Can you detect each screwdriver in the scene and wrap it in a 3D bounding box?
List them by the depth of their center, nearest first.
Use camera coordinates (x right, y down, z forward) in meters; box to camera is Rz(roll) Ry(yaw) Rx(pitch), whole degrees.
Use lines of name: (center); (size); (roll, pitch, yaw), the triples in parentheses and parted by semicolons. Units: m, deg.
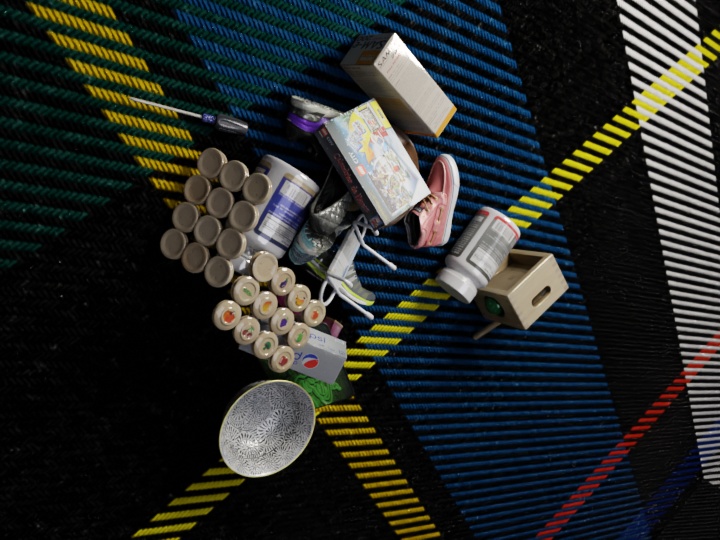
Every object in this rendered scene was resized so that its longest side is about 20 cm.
screwdriver: (-0.276, -0.256, 0.965); (0.198, 0.029, 0.028); (6, 102, -39)

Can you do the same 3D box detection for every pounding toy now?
pounding toy: (0.360, 0.068, 1.408); (0.199, 0.184, 0.143); (-40, 110, -16)

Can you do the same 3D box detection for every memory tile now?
memory tile: (-0.242, -0.089, 0.978); (0.202, 0.152, 0.017); (-64, 163, 4)
memory tile: (-0.151, 0.075, 1.014); (0.154, 0.017, 0.200); (-54, 131, -14)

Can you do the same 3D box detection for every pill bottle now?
pill bottle: (-0.168, -0.088, 1.037); (0.119, 0.119, 0.202); (32, 87, -36)
pill bottle: (0.265, -0.033, 1.339); (0.114, 0.114, 0.201); (41, 83, -35)

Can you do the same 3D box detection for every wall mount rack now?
wall mount rack: (0.000, 0.000, 1.138); (0.202, 0.074, 0.174); (-63, 157, -17)

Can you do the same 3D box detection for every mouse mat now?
mouse mat: (-0.113, 0.205, 1.193); (0.159, 0.008, 0.202); (-18, 119, 4)

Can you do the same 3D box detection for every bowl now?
bowl: (-0.197, 0.291, 1.157); (0.199, 0.094, 0.204); (-11, 111, -30)

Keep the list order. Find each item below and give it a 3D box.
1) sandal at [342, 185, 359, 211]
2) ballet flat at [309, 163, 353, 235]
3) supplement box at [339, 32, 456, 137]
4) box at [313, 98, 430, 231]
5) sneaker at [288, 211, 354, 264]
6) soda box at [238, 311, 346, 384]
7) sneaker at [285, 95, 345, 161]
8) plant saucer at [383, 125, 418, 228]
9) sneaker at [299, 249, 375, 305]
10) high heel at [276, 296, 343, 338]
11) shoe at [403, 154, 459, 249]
sandal: (-0.002, -0.190, 1.151); (0.212, 0.069, 0.078); (-48, 146, -37)
ballet flat: (-0.036, -0.152, 1.030); (0.057, 0.066, 0.202); (78, 28, -59)
supplement box: (0.072, -0.346, 1.106); (0.200, 0.126, 0.074); (38, 85, -36)
box: (0.024, -0.189, 1.038); (0.136, 0.038, 0.201); (-36, 96, -36)
sneaker: (-0.080, -0.077, 1.101); (0.078, 0.086, 0.200); (47, 32, -5)
soda box: (-0.128, 0.143, 1.120); (0.198, 0.064, 0.069); (23, 111, -13)
sneaker: (-0.055, -0.249, 1.097); (0.198, 0.070, 0.101); (11, 107, -32)
plant saucer: (0.070, -0.181, 1.159); (0.200, 0.036, 0.203); (-33, 129, -54)
sneaker: (-0.032, 0.005, 1.187); (0.199, 0.074, 0.082); (38, 81, -37)
high heel: (-0.117, 0.114, 1.170); (0.200, 0.067, 0.097); (41, 72, -48)
shoe: (0.150, -0.144, 1.254); (0.090, 0.071, 0.203); (-12, 116, -35)
